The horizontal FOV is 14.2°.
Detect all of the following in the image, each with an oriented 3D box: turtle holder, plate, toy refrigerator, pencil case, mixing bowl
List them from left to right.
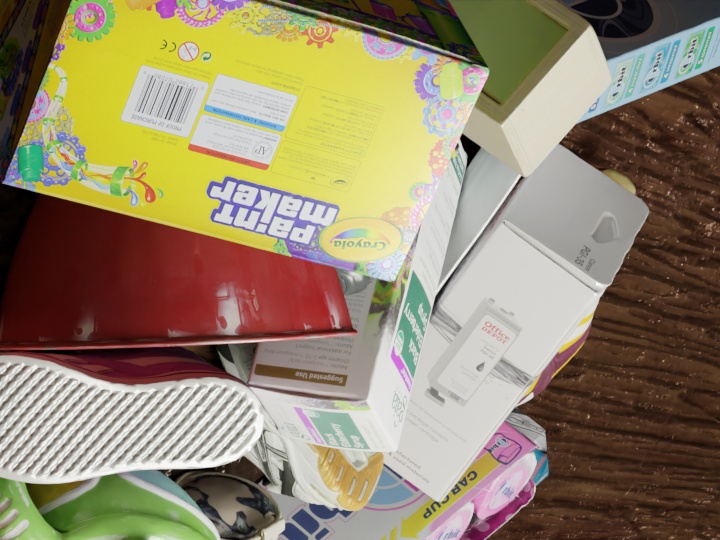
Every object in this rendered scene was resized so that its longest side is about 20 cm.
[{"bbox_3d":[-0.167,0.171,1.705,0.185,0.132,0.141,11,124,-28],"label":"turtle holder"},{"bbox_3d":[-0.103,-0.014,1.569,0.200,0.199,0.109,-1,88,-56],"label":"mixing bowl"},{"bbox_3d":[-0.113,0.226,1.896,0.078,0.089,0.201,-35,150,-60],"label":"pencil case"},{"bbox_3d":[0.035,-0.144,1.581,0.076,0.200,0.070,-47,151,-8],"label":"toy refrigerator"},{"bbox_3d":[0.095,-0.077,1.854,0.200,0.032,0.200,-55,178,18],"label":"plate"}]

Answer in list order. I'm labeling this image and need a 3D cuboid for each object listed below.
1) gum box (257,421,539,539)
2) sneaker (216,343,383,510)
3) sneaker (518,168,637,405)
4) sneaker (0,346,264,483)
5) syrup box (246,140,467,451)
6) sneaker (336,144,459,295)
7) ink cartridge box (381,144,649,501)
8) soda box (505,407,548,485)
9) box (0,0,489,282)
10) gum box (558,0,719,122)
[{"bbox_3d":[0.020,0.157,1.994,0.200,0.113,0.066,-37,149,-28],"label":"gum box"},{"bbox_3d":[-0.063,0.080,1.826,0.076,0.087,0.201,-58,136,-36],"label":"sneaker"},{"bbox_3d":[0.139,0.010,2.065,0.200,0.075,0.090,-56,161,19],"label":"sneaker"},{"bbox_3d":[-0.166,0.074,1.662,0.199,0.114,0.073,7,103,-23],"label":"sneaker"},{"bbox_3d":[0.000,0.000,1.731,0.079,0.081,0.201,60,39,-60],"label":"syrup box"},{"bbox_3d":[0.017,-0.073,1.665,0.075,0.084,0.201,80,16,-54],"label":"sneaker"},{"bbox_3d":[0.090,0.031,1.898,0.200,0.083,0.147,-54,180,30],"label":"ink cartridge box"},{"bbox_3d":[0.045,0.175,2.097,0.200,0.068,0.064,-41,150,-20],"label":"soda box"},{"bbox_3d":[-0.070,-0.113,1.381,0.199,0.193,0.122,15,115,-21],"label":"box"},{"bbox_3d":[0.102,-0.158,1.700,0.200,0.170,0.045,-23,140,-43],"label":"gum box"}]
